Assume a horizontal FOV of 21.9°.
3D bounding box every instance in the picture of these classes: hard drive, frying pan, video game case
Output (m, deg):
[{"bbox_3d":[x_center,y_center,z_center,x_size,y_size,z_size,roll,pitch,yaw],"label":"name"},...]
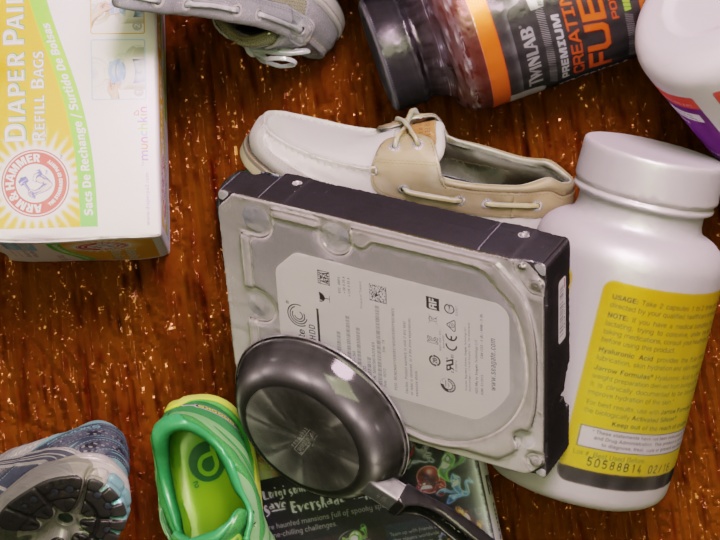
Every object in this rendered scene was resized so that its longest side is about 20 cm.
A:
[{"bbox_3d":[0.018,0.027,1.022,0.200,0.038,0.140,15,126,26],"label":"hard drive"},{"bbox_3d":[-0.005,0.116,1.059,0.190,0.115,0.031,56,47,-14],"label":"frying pan"},{"bbox_3d":[-0.011,0.181,1.100,0.200,0.023,0.182,-13,85,16],"label":"video game case"}]

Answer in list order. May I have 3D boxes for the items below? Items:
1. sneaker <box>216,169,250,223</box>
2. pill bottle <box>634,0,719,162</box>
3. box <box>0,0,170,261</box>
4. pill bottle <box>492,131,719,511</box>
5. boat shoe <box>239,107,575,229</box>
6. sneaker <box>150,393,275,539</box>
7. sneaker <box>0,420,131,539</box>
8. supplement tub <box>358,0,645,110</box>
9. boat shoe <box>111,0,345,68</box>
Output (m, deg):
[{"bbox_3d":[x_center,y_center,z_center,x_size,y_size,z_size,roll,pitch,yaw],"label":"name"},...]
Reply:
[{"bbox_3d":[0.000,0.000,1.103,0.200,0.096,0.079,36,86,4],"label":"sneaker"},{"bbox_3d":[0.250,-0.096,1.062,0.112,0.112,0.200,-49,126,-3],"label":"pill bottle"},{"bbox_3d":[-0.168,-0.109,1.107,0.101,0.112,0.200,-2,86,-3],"label":"box"},{"bbox_3d":[0.145,0.027,1.065,0.111,0.111,0.200,13,104,2],"label":"pill bottle"},{"bbox_3d":[0.031,-0.062,1.104,0.200,0.075,0.068,17,124,-12],"label":"boat shoe"},{"bbox_3d":[-0.075,0.168,1.064,0.074,0.084,0.200,-28,81,14],"label":"sneaker"},{"bbox_3d":[-0.216,0.153,1.112,0.200,0.086,0.078,-24,116,18],"label":"sneaker"},{"bbox_3d":[0.103,-0.160,1.111,0.200,0.107,0.107,-20,85,0],"label":"supplement tub"},{"bbox_3d":[-0.076,-0.155,1.074,0.074,0.202,0.065,20,90,26],"label":"boat shoe"}]
